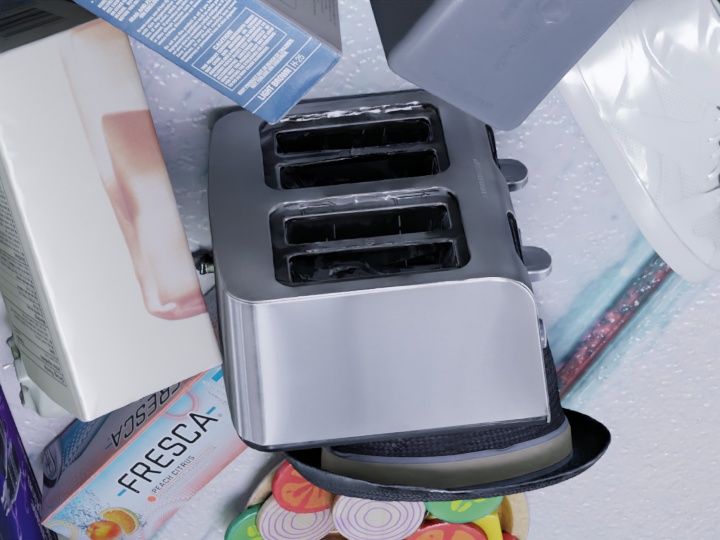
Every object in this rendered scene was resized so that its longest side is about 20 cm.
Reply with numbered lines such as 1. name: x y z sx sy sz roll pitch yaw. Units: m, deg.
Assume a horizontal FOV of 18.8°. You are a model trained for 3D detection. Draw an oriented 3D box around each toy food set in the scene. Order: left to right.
1. toy food set: 0.013 0.176 1.437 0.200 0.049 0.198 -10 131 4

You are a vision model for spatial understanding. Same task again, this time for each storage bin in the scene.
1. storage bin: 0.076 -0.178 1.078 0.145 0.134 0.200 26 123 -25

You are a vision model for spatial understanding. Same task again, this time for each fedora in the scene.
1. fedora: 0.052 0.071 1.294 0.200 0.201 0.092 -3 102 -3

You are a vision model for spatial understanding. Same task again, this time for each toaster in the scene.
1. toaster: 0.000 0.000 1.199 0.200 0.181 0.119 -6 129 -2

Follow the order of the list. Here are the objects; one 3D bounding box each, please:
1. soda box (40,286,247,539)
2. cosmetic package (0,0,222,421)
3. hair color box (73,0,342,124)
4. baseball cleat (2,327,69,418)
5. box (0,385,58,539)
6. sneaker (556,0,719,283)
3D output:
1. soda box: -0.114 0.091 1.338 0.064 0.068 0.200 32 121 -28
2. cosmetic package: -0.151 -0.036 1.146 0.087 0.103 0.200 -22 112 -22
3. hair color box: -0.104 -0.167 1.092 0.200 0.100 0.061 32 121 -28
4. baseball cleat: -0.166 -0.002 1.266 0.106 0.070 0.200 -14 135 -14
5. box: -0.244 0.158 1.336 0.079 0.141 0.200 -9 132 3
6. sneaker: 0.194 -0.081 1.214 0.115 0.074 0.200 -23 128 19
